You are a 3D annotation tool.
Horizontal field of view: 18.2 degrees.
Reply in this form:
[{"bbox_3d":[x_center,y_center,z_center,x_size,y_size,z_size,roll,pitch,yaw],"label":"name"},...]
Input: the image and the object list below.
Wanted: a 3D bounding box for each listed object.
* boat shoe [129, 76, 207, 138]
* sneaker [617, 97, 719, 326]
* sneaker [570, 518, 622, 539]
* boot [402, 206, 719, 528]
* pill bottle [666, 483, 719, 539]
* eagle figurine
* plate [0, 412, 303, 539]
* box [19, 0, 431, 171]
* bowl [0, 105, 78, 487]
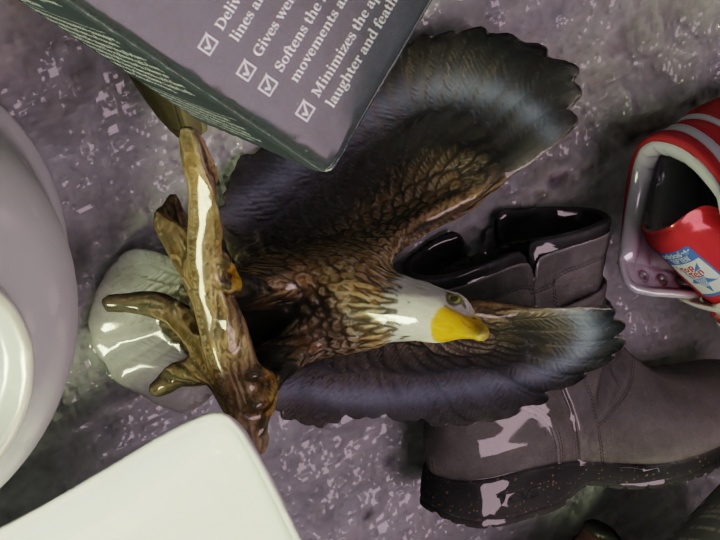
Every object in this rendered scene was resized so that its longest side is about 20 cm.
[{"bbox_3d":[-0.074,-0.142,0.812,0.068,0.072,0.201,-31,125,-19],"label":"boat shoe"},{"bbox_3d":[0.186,0.018,1.004,0.112,0.071,0.201,-18,78,-47],"label":"sneaker"},{"bbox_3d":[0.076,0.166,1.068,0.200,0.075,0.116,26,89,-50],"label":"sneaker"},{"bbox_3d":[0.110,0.033,1.030,0.199,0.070,0.133,-14,111,-37],"label":"boot"},{"bbox_3d":[0.163,0.182,1.026,0.200,0.115,0.116,-40,129,-28],"label":"pill bottle"},{"bbox_3d":[0.006,0.004,0.901,0.199,0.151,0.152,-25,152,-46],"label":"eagle figurine"},{"bbox_3d":[-0.070,0.172,0.866,0.200,0.199,0.032,60,29,-3],"label":"plate"},{"bbox_3d":[-0.066,-0.150,0.717,0.200,0.107,0.149,33,86,-30],"label":"box"},{"bbox_3d":[-0.178,0.028,0.805,0.200,0.090,0.202,-15,119,-29],"label":"bowl"}]
